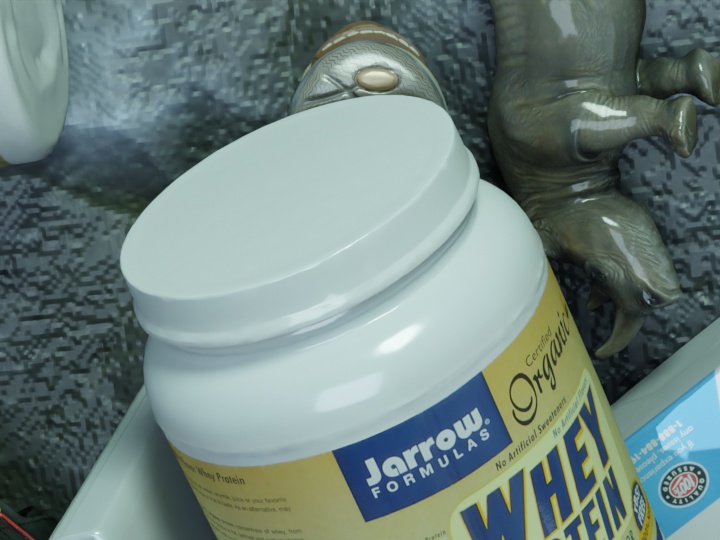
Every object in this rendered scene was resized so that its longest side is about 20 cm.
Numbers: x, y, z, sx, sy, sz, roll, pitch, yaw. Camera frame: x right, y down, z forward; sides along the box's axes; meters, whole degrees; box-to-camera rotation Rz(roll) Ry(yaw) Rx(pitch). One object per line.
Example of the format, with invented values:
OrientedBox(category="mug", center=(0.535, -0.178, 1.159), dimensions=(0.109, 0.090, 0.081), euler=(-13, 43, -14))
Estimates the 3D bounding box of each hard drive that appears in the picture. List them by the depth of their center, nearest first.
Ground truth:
OrientedBox(category="hard drive", center=(-0.066, 0.123, 1.061), dimensions=(0.026, 0.200, 0.133), euler=(-13, 103, 10))

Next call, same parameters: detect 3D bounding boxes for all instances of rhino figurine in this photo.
OrientedBox(category="rhino figurine", center=(0.086, -0.065, 1.066), dimensions=(0.087, 0.060, 0.201), euler=(4, 107, 25))

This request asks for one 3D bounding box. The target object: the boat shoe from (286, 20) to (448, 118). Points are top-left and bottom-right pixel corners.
OrientedBox(category="boat shoe", center=(0.000, 0.000, 1.091), dimensions=(0.075, 0.072, 0.201), euler=(6, 116, -5))

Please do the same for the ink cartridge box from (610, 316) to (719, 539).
OrientedBox(category="ink cartridge box", center=(0.194, 0.104, 1.097), dimensions=(0.115, 0.068, 0.200), euler=(-39, 98, 13))

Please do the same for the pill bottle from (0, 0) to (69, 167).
OrientedBox(category="pill bottle", center=(-0.216, -0.083, 1.069), dimensions=(0.199, 0.111, 0.112), euler=(-7, 104, 8))

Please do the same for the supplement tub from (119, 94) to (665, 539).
OrientedBox(category="supplement tub", center=(0.012, 0.056, 0.997), dimensions=(0.144, 0.145, 0.201), euler=(-20, 116, 11))

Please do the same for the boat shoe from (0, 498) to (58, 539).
OrientedBox(category="boat shoe", center=(-0.135, 0.121, 1.134), dimensions=(0.201, 0.063, 0.074), euler=(34, 150, -17))
